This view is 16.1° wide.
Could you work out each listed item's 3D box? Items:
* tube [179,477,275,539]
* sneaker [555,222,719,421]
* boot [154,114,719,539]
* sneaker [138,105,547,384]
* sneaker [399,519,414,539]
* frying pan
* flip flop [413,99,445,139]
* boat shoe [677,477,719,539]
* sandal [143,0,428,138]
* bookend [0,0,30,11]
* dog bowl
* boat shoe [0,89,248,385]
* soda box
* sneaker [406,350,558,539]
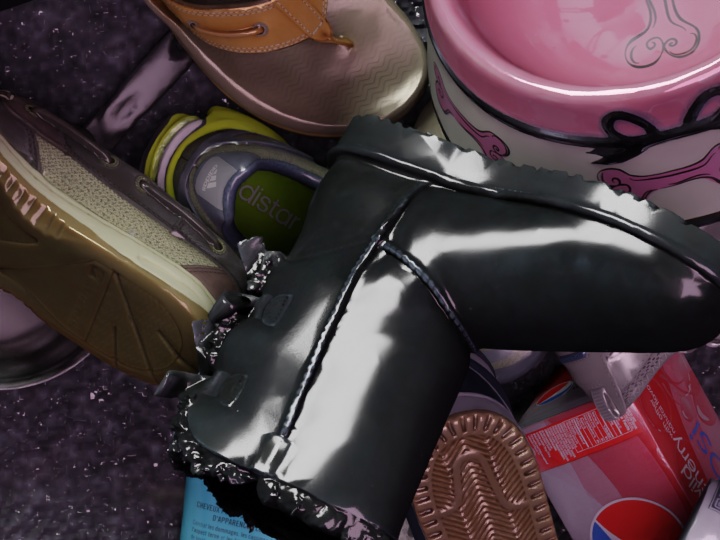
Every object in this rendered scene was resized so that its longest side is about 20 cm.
[{"bbox_3d":[-0.054,0.142,1.141,0.077,0.050,0.201,11,100,3],"label":"tube"},{"bbox_3d":[0.156,-0.001,1.104,0.200,0.075,0.082,-25,95,-25],"label":"sneaker"},{"bbox_3d":[0.030,0.036,0.967,0.163,0.198,0.073,-60,151,-19],"label":"boot"},{"bbox_3d":[0.000,0.000,1.089,0.200,0.081,0.074,25,94,-22],"label":"sneaker"},{"bbox_3d":[0.014,0.189,1.149,0.087,0.074,0.201,13,97,-7],"label":"sneaker"},{"bbox_3d":[-0.142,-0.043,1.085,0.115,0.031,0.191,19,86,-16],"label":"frying pan"},{"bbox_3d":[0.110,-0.071,1.064,0.058,0.199,0.081,44,50,-50],"label":"flip flop"},{"bbox_3d":[0.148,0.189,1.090,0.086,0.075,0.202,25,111,7],"label":"boat shoe"},{"bbox_3d":[-0.053,-0.128,1.063,0.200,0.054,0.080,44,83,-15],"label":"sandal"},{"bbox_3d":[-0.147,-0.208,0.974,0.198,0.092,0.201,-20,87,-2],"label":"bookend"},{"bbox_3d":[0.113,-0.118,1.015,0.200,0.200,0.074,-32,146,-1],"label":"dog bowl"},{"bbox_3d":[-0.134,-0.031,1.044,0.201,0.066,0.072,36,127,5],"label":"boat shoe"},{"bbox_3d":[0.149,0.130,1.140,0.063,0.070,0.200,-23,103,31],"label":"soda box"},{"bbox_3d":[0.048,0.117,1.090,0.070,0.109,0.201,-17,121,-8],"label":"sneaker"}]
